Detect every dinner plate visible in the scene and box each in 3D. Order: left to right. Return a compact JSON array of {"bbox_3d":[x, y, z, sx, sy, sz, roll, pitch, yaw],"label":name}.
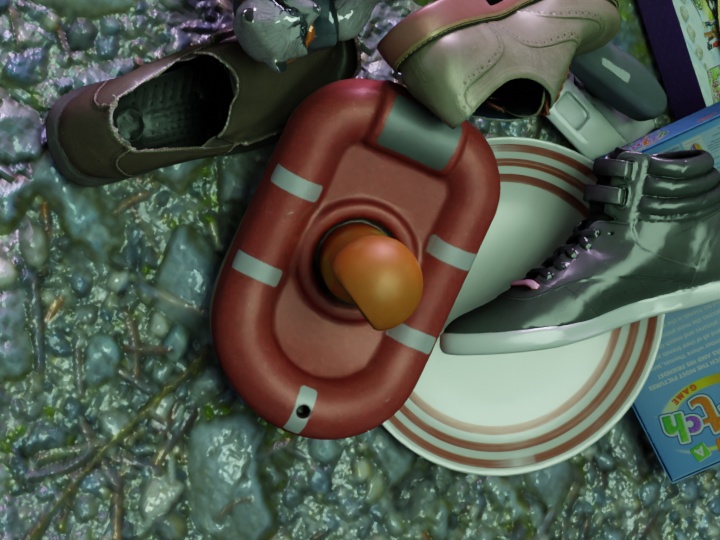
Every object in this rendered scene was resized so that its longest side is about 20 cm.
[{"bbox_3d":[0.083,0.021,1.657,0.199,0.024,0.201,-2,99,-13],"label":"dinner plate"}]

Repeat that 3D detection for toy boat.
[{"bbox_3d":[0.000,0.000,1.551,0.130,0.131,0.201,22,98,-14],"label":"toy boat"}]

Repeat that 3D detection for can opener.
[{"bbox_3d":[0.184,-0.063,1.713,0.200,0.067,0.053,45,68,-12],"label":"can opener"}]

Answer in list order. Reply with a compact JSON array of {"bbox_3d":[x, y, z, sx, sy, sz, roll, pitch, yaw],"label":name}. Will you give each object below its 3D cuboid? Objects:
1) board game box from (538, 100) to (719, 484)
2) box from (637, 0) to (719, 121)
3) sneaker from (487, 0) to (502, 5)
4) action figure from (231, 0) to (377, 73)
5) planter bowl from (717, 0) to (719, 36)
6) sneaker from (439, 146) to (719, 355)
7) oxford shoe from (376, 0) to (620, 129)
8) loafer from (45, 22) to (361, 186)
[{"bbox_3d":[0.212,0.011,1.692,0.151,0.037,0.200,-24,102,15],"label":"board game box"},{"bbox_3d":[0.241,-0.169,1.767,0.137,0.039,0.201,-22,98,-29],"label":"box"},{"bbox_3d":[0.111,-0.244,1.682,0.083,0.072,0.201,-4,90,-31],"label":"sneaker"},{"bbox_3d":[0.008,-0.165,1.548,0.193,0.200,0.105,-38,133,-38],"label":"action figure"},{"bbox_3d":[0.324,-0.162,1.744,0.200,0.083,0.201,3,85,-32],"label":"planter bowl"},{"bbox_3d":[0.128,-0.015,1.619,0.199,0.071,0.100,-17,98,-16],"label":"sneaker"},{"bbox_3d":[0.090,-0.117,1.593,0.200,0.070,0.075,-17,73,-47],"label":"oxford shoe"},{"bbox_3d":[-0.075,-0.095,1.571,0.200,0.071,0.073,-26,100,-27],"label":"loafer"}]
